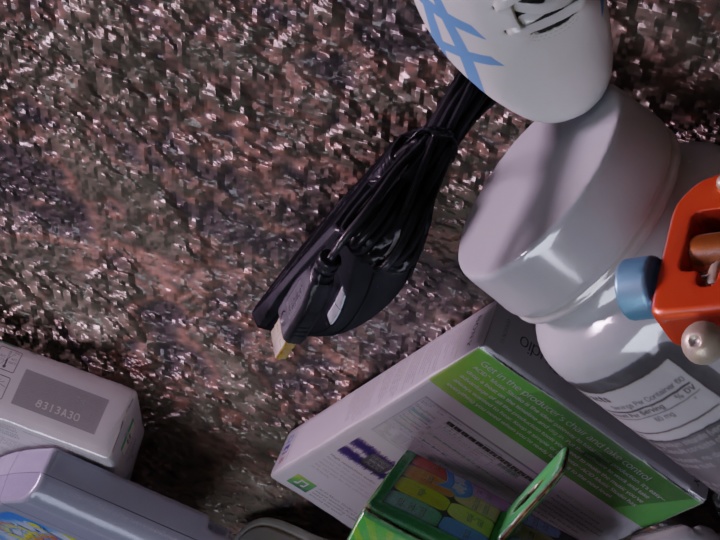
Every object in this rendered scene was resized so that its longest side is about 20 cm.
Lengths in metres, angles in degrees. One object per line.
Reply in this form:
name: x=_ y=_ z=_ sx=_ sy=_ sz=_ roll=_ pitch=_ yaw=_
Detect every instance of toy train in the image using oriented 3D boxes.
toy train: x=0.193 y=-0.028 z=0.627 sx=0.200 sy=0.150 sz=0.056 roll=-12 pitch=136 yaw=32

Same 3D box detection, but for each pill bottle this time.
pill bottle: x=0.144 y=0.020 z=0.735 sx=0.200 sy=0.114 sz=0.114 roll=37 pitch=140 yaw=-17

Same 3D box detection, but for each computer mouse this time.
computer mouse: x=0.000 y=0.000 z=0.757 sx=0.046 sy=0.140 sz=0.200 roll=38 pitch=141 yaw=-4

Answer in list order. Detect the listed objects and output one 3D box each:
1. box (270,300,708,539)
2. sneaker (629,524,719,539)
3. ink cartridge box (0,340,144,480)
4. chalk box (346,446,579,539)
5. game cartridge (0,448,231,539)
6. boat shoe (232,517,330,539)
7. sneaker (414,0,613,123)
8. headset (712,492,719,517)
box: x=0.064 y=0.101 z=0.939 sx=0.144 sy=0.036 sz=0.200 roll=35 pitch=142 yaw=-16
sneaker: x=0.204 y=0.206 z=0.943 sx=0.200 sy=0.082 sz=0.075 roll=31 pitch=144 yaw=-31
ink cartridge box: x=-0.207 y=0.092 z=1.070 sx=0.161 sy=0.050 sz=0.200 roll=19 pitch=160 yaw=4
chalk box: x=0.041 y=0.170 z=0.861 sx=0.124 sy=0.124 sz=0.200 roll=26 pitch=99 yaw=7
game cartridge: x=-0.163 y=0.153 z=1.069 sx=0.133 sy=0.041 sz=0.200 roll=29 pitch=157 yaw=-10
boat shoe: x=-0.005 y=0.196 z=1.020 sx=0.062 sy=0.075 sz=0.200 roll=36 pitch=163 yaw=-36
sneaker: x=0.048 y=-0.125 z=0.632 sx=0.072 sy=0.073 sz=0.200 roll=-26 pitch=130 yaw=-1
headset: x=0.256 y=0.140 z=0.836 sx=0.200 sy=0.123 sz=0.094 roll=27 pitch=121 yaw=23
